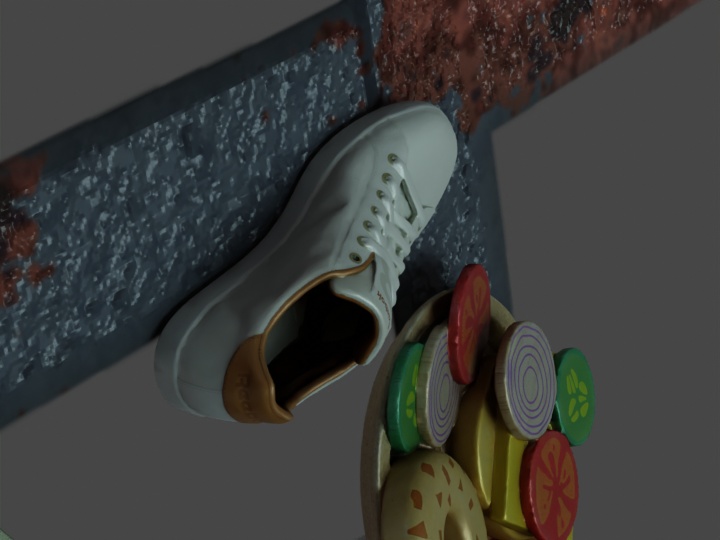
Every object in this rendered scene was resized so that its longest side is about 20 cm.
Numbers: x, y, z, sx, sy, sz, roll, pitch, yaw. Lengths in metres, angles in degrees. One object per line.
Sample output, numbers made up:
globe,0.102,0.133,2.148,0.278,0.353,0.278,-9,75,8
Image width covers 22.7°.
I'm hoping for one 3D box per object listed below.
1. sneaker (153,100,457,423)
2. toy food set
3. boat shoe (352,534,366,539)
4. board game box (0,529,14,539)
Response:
sneaker,0.000,0.000,0.818,0.200,0.084,0.073,-50,132,-28
toy food set,0.061,0.101,0.906,0.200,0.048,0.199,27,63,-54
boat shoe,-0.015,0.197,0.872,0.200,0.068,0.072,-31,123,-40
board game box,-0.176,0.214,0.728,0.200,0.029,0.135,-57,136,-19
